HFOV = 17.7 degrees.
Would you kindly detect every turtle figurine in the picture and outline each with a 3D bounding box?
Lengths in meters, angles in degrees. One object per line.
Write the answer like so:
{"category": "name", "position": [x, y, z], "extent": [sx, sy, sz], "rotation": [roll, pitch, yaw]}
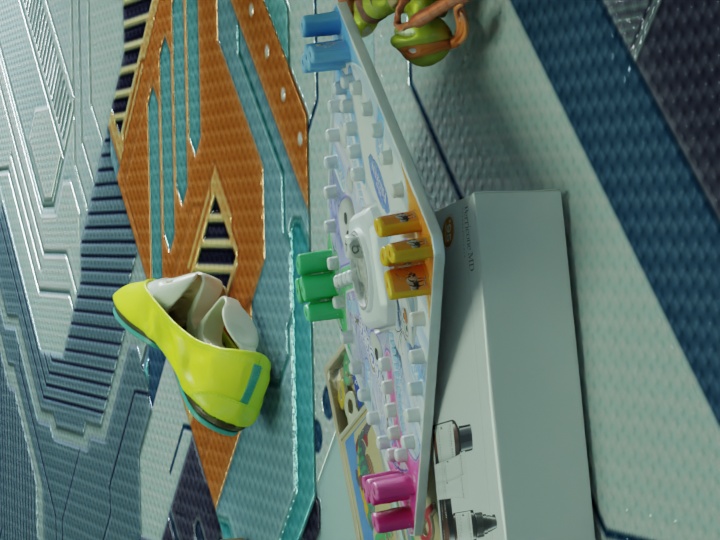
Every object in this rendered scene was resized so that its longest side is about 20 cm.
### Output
{"category": "turtle figurine", "position": [0.027, -0.172, 1.160], "extent": [0.200, 0.064, 0.162], "rotation": [151, 110, -75]}

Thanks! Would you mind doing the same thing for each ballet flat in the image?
{"category": "ballet flat", "position": [-0.107, 0.040, 1.542], "extent": [0.067, 0.067, 0.200], "rotation": [-63, 32, 12]}

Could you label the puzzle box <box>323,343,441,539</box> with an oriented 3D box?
{"category": "puzzle box", "position": [0.028, 0.116, 1.236], "extent": [0.133, 0.025, 0.200], "rotation": [126, 137, -57]}

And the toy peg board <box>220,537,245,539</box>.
{"category": "toy peg board", "position": [-0.106, 0.314, 1.495], "extent": [0.200, 0.098, 0.199], "rotation": [-124, 38, -53]}

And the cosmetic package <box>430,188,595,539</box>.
{"category": "cosmetic package", "position": [0.067, 0.067, 1.097], "extent": [0.083, 0.051, 0.200], "rotation": [155, 111, -66]}

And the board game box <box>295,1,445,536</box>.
{"category": "board game box", "position": [0.000, 0.000, 1.169], "extent": [0.200, 0.026, 0.200], "rotation": [-111, 18, -47]}
